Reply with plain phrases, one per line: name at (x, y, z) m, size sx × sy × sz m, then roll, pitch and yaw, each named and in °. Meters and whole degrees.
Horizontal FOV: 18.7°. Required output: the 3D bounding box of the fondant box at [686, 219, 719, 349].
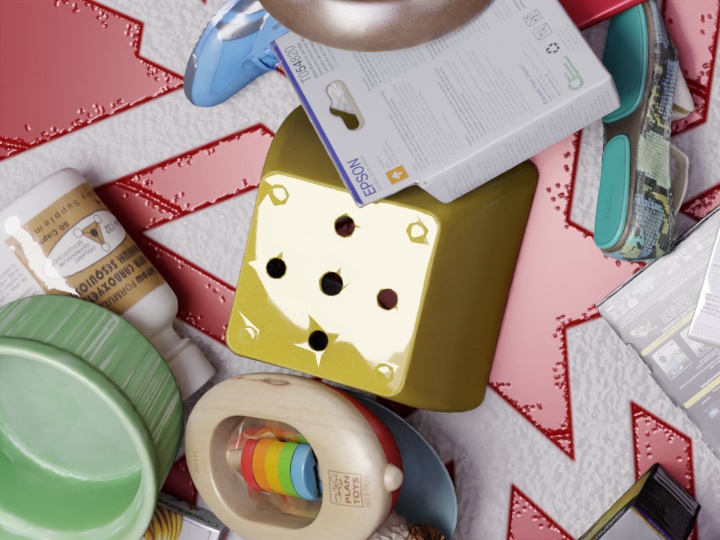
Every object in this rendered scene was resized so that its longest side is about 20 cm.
fondant box at (0.286, -0.047, 1.501) m, size 0.058 × 0.144 × 0.201 m, roll 18°, pitch 99°, yaw 14°

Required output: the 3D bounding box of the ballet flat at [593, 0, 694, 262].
ballet flat at (0.211, -0.102, 1.600) m, size 0.074 × 0.074 × 0.201 m, roll 5°, pitch 82°, yaw 14°

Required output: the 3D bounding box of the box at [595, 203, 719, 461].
box at (0.299, 0.025, 1.604) m, size 0.200 × 0.049 × 0.161 m, roll -41°, pitch 84°, yaw 15°

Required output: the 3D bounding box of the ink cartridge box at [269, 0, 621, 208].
ink cartridge box at (0.057, -0.141, 1.567) m, size 0.199 × 0.041 × 0.200 m, roll -27°, pitch 49°, yaw 0°

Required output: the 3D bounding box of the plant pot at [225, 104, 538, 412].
plant pot at (0.000, 0.000, 1.611) m, size 0.199 × 0.176 × 0.201 m, roll 16°, pitch 101°, yaw 12°

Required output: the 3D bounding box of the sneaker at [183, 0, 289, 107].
sneaker at (-0.054, -0.189, 1.654) m, size 0.078 × 0.066 × 0.200 m, roll 46°, pitch 103°, yaw 16°

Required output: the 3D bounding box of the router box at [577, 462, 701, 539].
router box at (0.159, 0.242, 1.610) m, size 0.052 × 0.157 × 0.200 m, roll 44°, pitch 104°, yaw 5°

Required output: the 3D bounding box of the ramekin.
ramekin at (-0.228, 0.115, 1.621) m, size 0.199 × 0.098 × 0.201 m, roll 10°, pitch 123°, yaw 15°

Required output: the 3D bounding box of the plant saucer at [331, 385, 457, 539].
plant saucer at (-0.016, 0.155, 1.679) m, size 0.200 × 0.039 × 0.202 m, roll 12°, pitch 130°, yaw 14°

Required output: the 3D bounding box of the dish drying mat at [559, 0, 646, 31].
dish drying mat at (0.194, -0.219, 1.596) m, size 0.199 × 0.018 × 0.077 m, roll -24°, pitch 47°, yaw 16°

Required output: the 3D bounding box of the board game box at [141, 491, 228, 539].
board game box at (-0.196, 0.272, 1.767) m, size 0.126 × 0.035 × 0.201 m, roll 21°, pitch 102°, yaw 10°

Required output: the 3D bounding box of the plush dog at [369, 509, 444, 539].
plush dog at (-0.018, 0.248, 1.646) m, size 0.199 × 0.160 × 0.172 m, roll 17°, pitch 108°, yaw 9°

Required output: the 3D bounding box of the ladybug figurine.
ladybug figurine at (-0.041, 0.137, 1.577) m, size 0.200 × 0.072 × 0.136 m, roll 9°, pitch 108°, yaw 41°

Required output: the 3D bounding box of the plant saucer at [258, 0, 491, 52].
plant saucer at (0.012, -0.246, 1.587) m, size 0.199 × 0.032 × 0.201 m, roll -2°, pitch 58°, yaw 3°

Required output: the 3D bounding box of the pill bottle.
pill bottle at (-0.207, 0.029, 1.697) m, size 0.114 × 0.114 × 0.200 m, roll -38°, pitch 92°, yaw 15°
